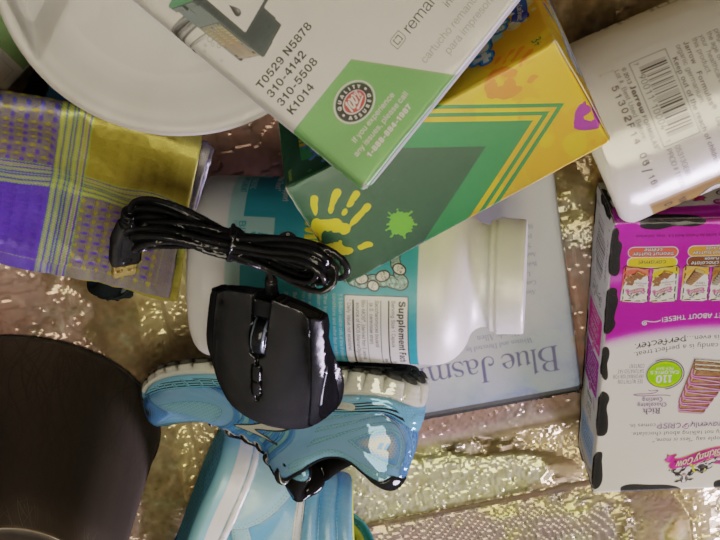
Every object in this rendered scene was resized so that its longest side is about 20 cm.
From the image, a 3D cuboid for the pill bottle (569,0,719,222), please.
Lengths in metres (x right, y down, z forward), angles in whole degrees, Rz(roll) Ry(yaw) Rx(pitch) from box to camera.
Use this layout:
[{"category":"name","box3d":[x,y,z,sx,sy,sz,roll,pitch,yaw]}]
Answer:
[{"category":"pill bottle","box3d":[0.226,-0.116,1.384,0.200,0.114,0.115,-23,118,7]}]

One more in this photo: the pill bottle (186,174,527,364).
[{"category":"pill bottle","box3d":[0.000,0.000,1.403,0.199,0.111,0.111,2,118,4]}]

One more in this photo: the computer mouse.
[{"category":"computer mouse","box3d":[-0.079,0.034,1.316,0.140,0.046,0.200,17,151,8]}]

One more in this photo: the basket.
[{"category":"basket","box3d":[-0.213,0.148,1.432,0.180,0.200,0.136,7,117,-8]}]

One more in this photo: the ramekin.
[{"category":"ramekin","box3d":[-0.098,-0.175,1.276,0.202,0.094,0.203,0,95,2]}]

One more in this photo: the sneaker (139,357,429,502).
[{"category":"sneaker","box3d":[-0.054,0.098,1.445,0.199,0.078,0.090,3,92,32]}]

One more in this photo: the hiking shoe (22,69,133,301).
[{"category":"hiking shoe","box3d":[-0.168,-0.076,1.387,0.086,0.074,0.201,-5,112,-13]}]

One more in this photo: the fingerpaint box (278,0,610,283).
[{"category":"fingerpaint box","box3d":[0.039,-0.102,1.324,0.167,0.200,0.073,-28,116,10]}]

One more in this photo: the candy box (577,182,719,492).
[{"category":"candy box","box3d":[0.215,0.042,1.497,0.136,0.061,0.201,-1,117,-6]}]

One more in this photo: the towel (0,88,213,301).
[{"category":"towel","box3d":[-0.188,-0.046,1.324,0.199,0.023,0.144,13,140,-9]}]

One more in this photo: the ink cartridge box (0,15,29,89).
[{"category":"ink cartridge box","box3d":[-0.285,-0.130,1.367,0.200,0.048,0.146,-48,115,-6]}]

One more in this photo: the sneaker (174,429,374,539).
[{"category":"sneaker","box3d":[-0.063,0.208,1.548,0.130,0.080,0.200,16,116,-12]}]

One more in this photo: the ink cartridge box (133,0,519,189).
[{"category":"ink cartridge box","box3d":[-0.029,-0.159,1.183,0.200,0.084,0.146,39,94,0]}]

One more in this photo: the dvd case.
[{"category":"dvd case","box3d":[0.060,0.003,1.485,0.142,0.018,0.201,-11,118,-1]}]
